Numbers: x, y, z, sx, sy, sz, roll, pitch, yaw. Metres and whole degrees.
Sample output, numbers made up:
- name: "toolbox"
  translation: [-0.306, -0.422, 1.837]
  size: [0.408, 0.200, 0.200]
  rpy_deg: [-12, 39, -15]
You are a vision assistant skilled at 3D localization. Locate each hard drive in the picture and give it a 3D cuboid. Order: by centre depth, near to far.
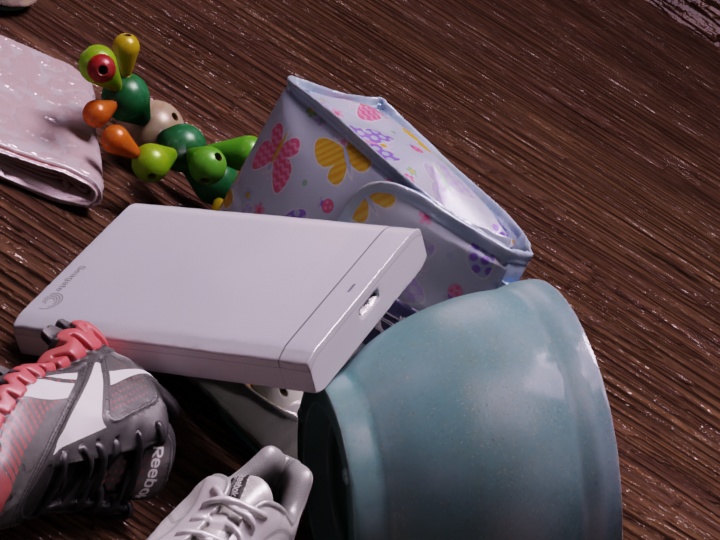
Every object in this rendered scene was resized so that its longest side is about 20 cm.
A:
- name: "hard drive"
  translation: [-0.079, 0.011, 1.120]
  size: [0.198, 0.027, 0.132]
  rpy_deg: [5, 36, 31]

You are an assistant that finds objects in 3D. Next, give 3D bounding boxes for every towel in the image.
- name: "towel"
  translation: [-0.268, -0.127, 1.386]
  size: [0.190, 0.032, 0.200]
  rpy_deg: [24, 22, -21]

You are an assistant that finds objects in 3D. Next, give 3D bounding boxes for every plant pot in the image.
- name: "plant pot"
  translation: [0.041, 0.110, 1.076]
  size: [0.133, 0.202, 0.201]
  rpy_deg: [-5, 32, -15]

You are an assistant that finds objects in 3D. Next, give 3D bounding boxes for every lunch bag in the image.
- name: "lunch bag"
  translation: [0.000, 0.000, 1.266]
  size: [0.127, 0.170, 0.200]
  rpy_deg: [7, 32, -51]

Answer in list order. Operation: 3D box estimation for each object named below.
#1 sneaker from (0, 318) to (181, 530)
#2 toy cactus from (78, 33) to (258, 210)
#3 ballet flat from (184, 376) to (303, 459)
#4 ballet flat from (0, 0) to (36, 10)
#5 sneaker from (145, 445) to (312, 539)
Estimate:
- name: "sneaker"
  translation: [-0.145, 0.088, 0.997]
  size: [0.097, 0.071, 0.200]
  rpy_deg: [30, 18, 3]
- name: "toy cactus"
  translation: [-0.133, -0.101, 1.419]
  size: [0.199, 0.103, 0.165]
  rpy_deg: [31, -1, -29]
- name: "ballet flat"
  translation: [-0.070, 0.055, 1.192]
  size: [0.200, 0.064, 0.067]
  rpy_deg: [38, 21, 18]
- name: "ballet flat"
  translation: [-0.305, -0.242, 1.547]
  size: [0.068, 0.068, 0.200]
  rpy_deg: [38, 21, 18]
- name: "sneaker"
  translation: [-0.080, 0.141, 0.958]
  size: [0.075, 0.081, 0.200]
  rpy_deg: [35, 22, 7]
